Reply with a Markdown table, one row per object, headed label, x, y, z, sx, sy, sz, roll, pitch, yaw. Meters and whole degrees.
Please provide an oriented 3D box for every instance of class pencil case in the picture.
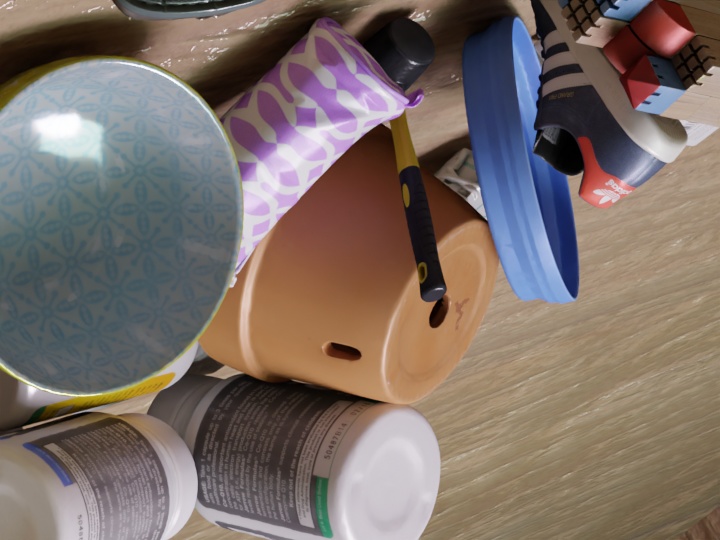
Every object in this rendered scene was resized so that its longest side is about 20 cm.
| label | x | y | z | sx | sy | sz | roll | pitch | yaw |
| --- | --- | --- | --- | --- | --- | --- | --- | --- | --- |
| pencil case | -0.059 | -0.068 | 1.632 | 0.200 | 0.085 | 0.084 | -45 | -170 | 12 |

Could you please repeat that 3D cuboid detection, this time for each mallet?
| label | x | y | z | sx | sy | sz | roll | pitch | yaw |
| --- | --- | --- | --- | --- | --- | --- | --- | --- | --- |
| mallet | 0.035 | -0.075 | 1.649 | 0.041 | 0.200 | 0.066 | 13 | 135 | -34 |

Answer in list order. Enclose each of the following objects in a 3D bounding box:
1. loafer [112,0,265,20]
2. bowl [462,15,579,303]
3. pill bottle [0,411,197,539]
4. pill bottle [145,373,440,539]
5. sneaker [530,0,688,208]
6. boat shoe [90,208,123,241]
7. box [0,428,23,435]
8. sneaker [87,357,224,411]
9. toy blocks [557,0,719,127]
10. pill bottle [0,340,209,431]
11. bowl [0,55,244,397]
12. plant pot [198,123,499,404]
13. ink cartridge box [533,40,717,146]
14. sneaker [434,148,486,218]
| label | x | y | z | sx | sy | sz | roll | pitch | yaw |
| --- | --- | --- | --- | --- | --- | --- | --- | --- | --- |
| loafer | -0.049 | -0.180 | 1.413 | 0.200 | 0.072 | 0.063 | -26 | 169 | -17 |
| bowl | 0.110 | -0.074 | 1.773 | 0.039 | 0.201 | 0.201 | -11 | 167 | 12 |
| pill bottle | -0.194 | 0.155 | 1.714 | 0.114 | 0.114 | 0.200 | -36 | 170 | 23 |
| pill bottle | -0.053 | 0.133 | 1.807 | 0.200 | 0.113 | 0.113 | 9 | -169 | 39 |
| sneaker | 0.139 | -0.117 | 1.698 | 0.075 | 0.200 | 0.085 | 29 | 114 | -33 |
| boat shoe | -0.165 | -0.028 | 1.611 | 0.200 | 0.062 | 0.073 | -49 | 159 | 5 |
| box | -0.354 | 0.153 | 1.774 | 0.200 | 0.131 | 0.199 | -35 | 163 | 16 |
| sneaker | -0.142 | 0.063 | 1.893 | 0.200 | 0.075 | 0.082 | -21 | 147 | 17 |
| toy blocks | 0.180 | -0.171 | 1.629 | 0.137 | 0.200 | 0.100 | 6 | 141 | -44 |
| pill bottle | -0.181 | 0.036 | 1.749 | 0.200 | 0.113 | 0.113 | -14 | 158 | -41 |
| bowl | -0.179 | -0.033 | 1.512 | 0.200 | 0.200 | 0.108 | -17 | -160 | -34 |
| plant pot | 0.000 | 0.000 | 1.746 | 0.200 | 0.140 | 0.200 | -41 | 145 | -37 |
| ink cartridge box | 0.239 | -0.167 | 1.891 | 0.147 | 0.083 | 0.200 | -37 | 162 | 24 |
| sneaker | 0.065 | -0.051 | 1.967 | 0.200 | 0.070 | 0.080 | -38 | 160 | -46 |
